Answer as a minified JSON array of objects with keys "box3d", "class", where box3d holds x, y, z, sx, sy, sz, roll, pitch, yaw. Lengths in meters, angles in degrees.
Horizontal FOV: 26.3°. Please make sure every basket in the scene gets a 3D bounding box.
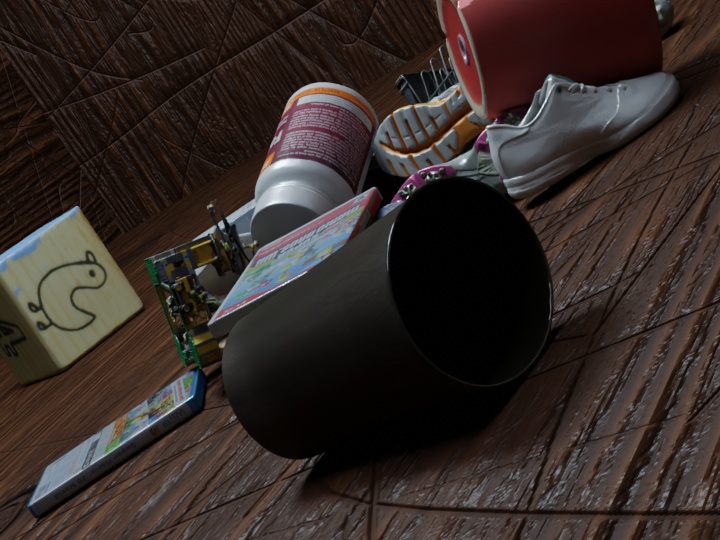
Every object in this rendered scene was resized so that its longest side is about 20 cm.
[{"box3d":[0.007,0.045,1.050,0.199,0.137,0.180,-31,5,38],"class":"basket"}]

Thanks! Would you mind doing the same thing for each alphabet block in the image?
[{"box3d":[-0.509,0.045,2.528,0.195,0.201,0.196,-40,11,-31],"class":"alphabet block"}]

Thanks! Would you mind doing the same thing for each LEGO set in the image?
[{"box3d":[-0.142,0.021,1.590,0.115,0.155,0.200,-22,-5,-13],"class":"LEGO set"}]

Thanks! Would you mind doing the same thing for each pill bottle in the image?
[{"box3d":[-0.052,-0.103,1.696,0.113,0.114,0.201,-26,31,35],"class":"pill bottle"}]

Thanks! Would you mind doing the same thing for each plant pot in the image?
[{"box3d":[0.179,-0.246,1.527,0.175,0.203,0.200,-20,9,-3],"class":"plant pot"}]

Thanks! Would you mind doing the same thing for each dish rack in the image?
[{"box3d":[0.146,-0.242,1.709,0.152,0.055,0.200,-13,-21,-33],"class":"dish rack"}]

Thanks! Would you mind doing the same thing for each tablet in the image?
[{"box3d":[-0.125,-0.008,1.780,0.130,0.014,0.199,-44,-18,32],"class":"tablet"}]

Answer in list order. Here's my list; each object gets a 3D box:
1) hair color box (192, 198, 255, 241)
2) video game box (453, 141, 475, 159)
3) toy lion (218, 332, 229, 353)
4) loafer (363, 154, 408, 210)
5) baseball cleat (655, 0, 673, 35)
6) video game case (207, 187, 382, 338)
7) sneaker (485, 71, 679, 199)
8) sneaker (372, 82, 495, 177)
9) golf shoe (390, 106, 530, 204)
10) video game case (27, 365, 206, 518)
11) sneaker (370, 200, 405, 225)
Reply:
[{"box3d":[-0.165,-0.069,2.361,0.199,0.061,0.099,-34,10,4],"class":"hair color box"},{"box3d":[0.176,-0.156,1.720,0.199,0.047,0.182,-24,16,45],"class":"video game box"},{"box3d":[-0.001,0.031,1.368,0.190,0.069,0.200,-13,22,45],"class":"toy lion"},{"box3d":[0.008,-0.092,1.795,0.200,0.075,0.070,-48,3,43],"class":"loafer"},{"box3d":[0.291,-0.272,1.878,0.198,0.070,0.106,-20,7,18],"class":"baseball cleat"},{"box3d":[-0.057,-0.011,1.432,0.142,0.018,0.200,-28,14,19],"class":"video game case"},{"box3d":[0.209,-0.151,1.448,0.199,0.089,0.075,-31,8,-14],"class":"sneaker"},{"box3d":[0.102,-0.162,1.678,0.199,0.079,0.077,-26,1,26],"class":"sneaker"},{"box3d":[0.117,-0.086,1.545,0.199,0.076,0.091,-32,-13,22],"class":"golf shoe"},{"box3d":[-0.246,0.173,1.580,0.199,0.018,0.143,-34,9,2],"class":"video game case"},{"box3d":[0.000,0.000,1.496,0.199,0.070,0.082,-32,16,48],"class":"sneaker"}]
